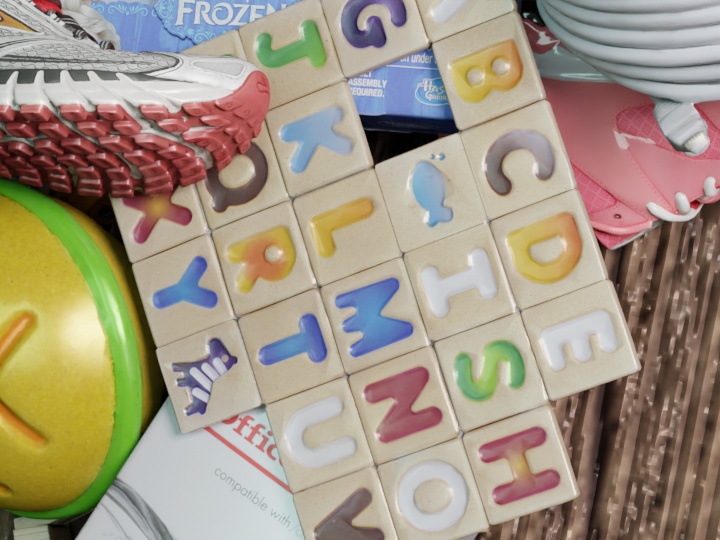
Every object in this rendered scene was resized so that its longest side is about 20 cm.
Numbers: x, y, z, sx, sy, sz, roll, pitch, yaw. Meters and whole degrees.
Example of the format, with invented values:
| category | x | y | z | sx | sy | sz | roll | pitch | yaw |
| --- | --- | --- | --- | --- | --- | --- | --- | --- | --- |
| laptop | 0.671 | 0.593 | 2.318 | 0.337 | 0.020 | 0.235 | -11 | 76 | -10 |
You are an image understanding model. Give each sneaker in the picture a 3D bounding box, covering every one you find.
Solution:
| category | x | y | z | sx | sy | sz | roll | pitch | yaw |
| --- | --- | --- | --- | --- | --- | --- | --- | --- | --- |
| sneaker | 0.120 | -0.048 | 0.786 | 0.200 | 0.074 | 0.087 | 8 | 97 | 25 |
| sneaker | -0.128 | -0.079 | 0.746 | 0.200 | 0.078 | 0.082 | 9 | 73 | 15 |

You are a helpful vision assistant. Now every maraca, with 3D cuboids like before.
| category | x | y | z | sx | sy | sz | roll | pitch | yaw |
| --- | --- | --- | --- | --- | --- | --- | --- | --- | --- |
| maraca | -0.153 | 0.029 | 0.833 | 0.200 | 0.107 | 0.137 | 7 | 103 | 44 |

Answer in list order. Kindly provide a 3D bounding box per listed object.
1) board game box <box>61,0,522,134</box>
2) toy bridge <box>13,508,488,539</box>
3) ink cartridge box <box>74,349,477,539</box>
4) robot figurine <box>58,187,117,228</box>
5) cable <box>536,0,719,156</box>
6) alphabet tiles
| category | x | y | z | sx | sy | sz | roll | pitch | yaw |
| --- | --- | --- | --- | --- | --- | --- | --- | --- | --- |
| board game box | -0.032 | -0.157 | 0.787 | 0.200 | 0.043 | 0.199 | 6 | 86 | 20 |
| toy bridge | -0.045 | 0.086 | 0.835 | 0.200 | 0.027 | 0.067 | -12 | 80 | 15 |
| ink cartridge box | -0.039 | 0.110 | 0.781 | 0.116 | 0.067 | 0.200 | 34 | 94 | 17 |
| robot figurine | -0.060 | -0.116 | 0.847 | 0.200 | 0.058 | 0.145 | -38 | 75 | 11 |
| cable | 0.146 | -0.141 | 0.714 | 0.200 | 0.069 | 0.200 | -37 | 33 | -2 |
| alphabet tiles | 0.000 | 0.000 | 0.737 | 0.167 | 0.008 | 0.200 | -21 | 79 | 17 |
